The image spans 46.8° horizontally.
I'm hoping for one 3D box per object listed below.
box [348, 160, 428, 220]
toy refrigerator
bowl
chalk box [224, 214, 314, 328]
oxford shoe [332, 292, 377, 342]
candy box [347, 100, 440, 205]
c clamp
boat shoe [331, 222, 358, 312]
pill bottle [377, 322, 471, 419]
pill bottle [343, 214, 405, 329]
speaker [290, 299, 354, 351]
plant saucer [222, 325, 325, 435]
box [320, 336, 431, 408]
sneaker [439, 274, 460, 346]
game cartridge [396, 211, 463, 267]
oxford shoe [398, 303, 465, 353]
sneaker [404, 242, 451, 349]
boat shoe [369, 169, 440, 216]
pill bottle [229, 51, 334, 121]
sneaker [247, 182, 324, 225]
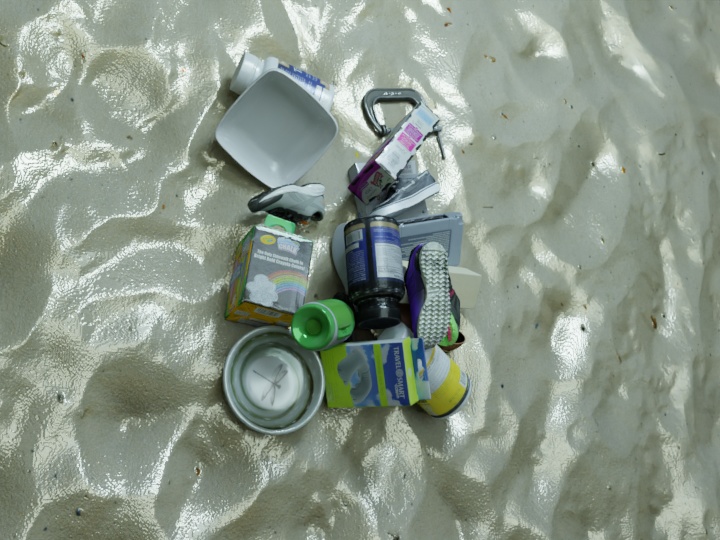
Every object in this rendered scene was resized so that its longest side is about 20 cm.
[{"bbox_3d":[0.069,-0.135,1.792,0.154,0.041,0.202,-7,75,-28],"label":"box"},{"bbox_3d":[0.150,0.029,1.738,0.198,0.070,0.077,5,103,-33],"label":"toy refrigerator"},{"bbox_3d":[-0.165,-0.285,1.650,0.200,0.200,0.075,40,16,-23],"label":"bowl"},{"bbox_3d":[-0.170,-0.003,1.576,0.123,0.124,0.202,16,65,-20],"label":"chalk box"},{"bbox_3d":[-0.006,0.137,1.647,0.084,0.072,0.202,-16,90,-37],"label":"oxford shoe"},{"bbox_3d":[0.070,-0.243,1.728,0.061,0.136,0.201,40,59,-9],"label":"candy box"},{"bbox_3d":[0.101,-0.341,1.887,0.198,0.027,0.173,-1,74,-28],"label":"c clamp"},{"bbox_3d":[0.000,0.000,1.703,0.070,0.071,0.202,3,65,-55],"label":"boat shoe"},{"bbox_3d":[0.120,0.194,1.638,0.200,0.111,0.113,44,58,-24],"label":"pill bottle"},{"bbox_3d":[0.028,0.005,1.598,0.111,0.112,0.202,4,71,-26],"label":"pill bottle"},{"bbox_3d":[-0.065,0.097,1.506,0.087,0.200,0.090,0,90,11],"label":"speaker"},{"bbox_3d":[-0.165,0.205,1.545,0.198,0.050,0.203,8,72,-24],"label":"plant saucer"},{"bbox_3d":[0.026,0.192,1.557,0.048,0.198,0.124,-15,98,-64],"label":"box"},{"bbox_3d":[0.156,0.049,1.662,0.084,0.076,0.203,-1,83,-71],"label":"sneaker"},{"bbox_3d":[0.124,-0.046,1.749,0.198,0.042,0.135,-10,122,-27],"label":"game cartridge"},{"bbox_3d":[0.132,0.108,1.711,0.199,0.071,0.072,24,63,-25],"label":"oxford shoe"},{"bbox_3d":[0.121,0.046,1.588,0.069,0.099,0.203,1,93,-25],"label":"sneaker"},{"bbox_3d":[0.085,-0.160,1.744,0.199,0.072,0.068,-29,89,-34],"label":"boat shoe"},{"bbox_3d":[-0.162,-0.369,1.712,0.198,0.111,0.112,22,64,-19],"label":"pill bottle"},{"bbox_3d":[-0.137,-0.127,1.643,0.199,0.073,0.080,-10,87,-49],"label":"sneaker"}]
